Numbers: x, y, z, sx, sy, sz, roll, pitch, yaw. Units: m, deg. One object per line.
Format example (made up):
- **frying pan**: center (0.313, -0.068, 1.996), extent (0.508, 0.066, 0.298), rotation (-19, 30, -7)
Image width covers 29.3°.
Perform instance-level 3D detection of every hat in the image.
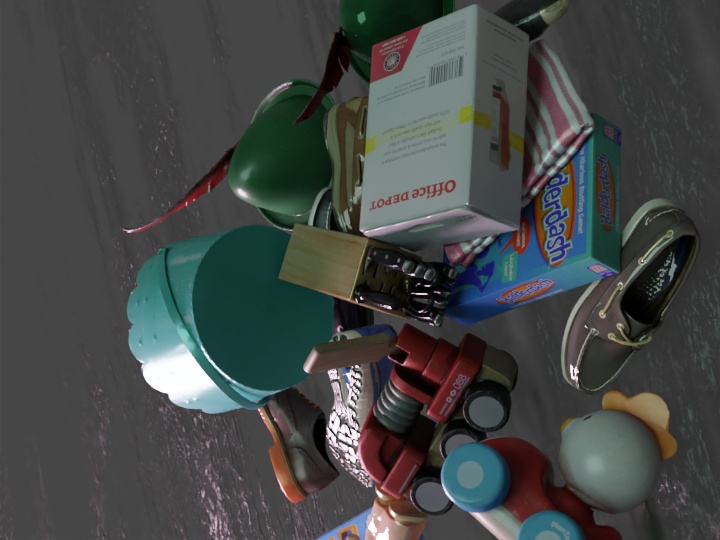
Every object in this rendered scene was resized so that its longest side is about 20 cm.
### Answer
- **hat**: center (-0.135, -0.122, 1.554), extent (0.165, 0.175, 0.202), rotation (20, 104, 41)
- **hat**: center (-0.012, -0.274, 1.442), extent (0.166, 0.175, 0.201), rotation (-52, 57, 30)

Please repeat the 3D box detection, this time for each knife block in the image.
- **knife block**: center (0.000, 0.000, 1.350), extent (0.198, 0.176, 0.065), rotation (18, 87, 13)

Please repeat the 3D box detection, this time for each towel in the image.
- **towel**: center (0.136, -0.116, 1.342), extent (0.200, 0.030, 0.147), rotation (-48, 38, 24)

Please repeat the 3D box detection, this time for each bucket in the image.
- **bucket**: center (-0.136, 0.051, 1.481), extent (0.134, 0.206, 0.209), rotation (-19, 77, 54)

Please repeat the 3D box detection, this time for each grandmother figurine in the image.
- **grandmother figurine**: center (0.017, 0.331, 1.463), extent (0.121, 0.060, 0.202), rotation (-122, 46, -60)

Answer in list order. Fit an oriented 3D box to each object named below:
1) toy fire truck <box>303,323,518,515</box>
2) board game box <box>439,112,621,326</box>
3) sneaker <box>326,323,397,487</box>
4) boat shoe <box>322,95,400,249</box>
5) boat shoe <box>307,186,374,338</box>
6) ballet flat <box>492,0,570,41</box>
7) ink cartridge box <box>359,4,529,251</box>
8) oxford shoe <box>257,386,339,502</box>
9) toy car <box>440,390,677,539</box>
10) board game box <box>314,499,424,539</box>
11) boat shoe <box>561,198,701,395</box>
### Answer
- **toy fire truck**: center (0.036, 0.132, 1.375), extent (0.199, 0.129, 0.177), rotation (29, 116, 0)
- **board game box**: center (0.162, -0.046, 1.329), extent (0.199, 0.045, 0.153), rotation (-23, 52, 45)
- **sneaker**: center (0.017, 0.147, 1.494), extent (0.078, 0.089, 0.202), rotation (34, 133, 41)
- **boat shoe**: center (0.013, -0.097, 1.496), extent (0.073, 0.075, 0.202), rotation (-21, 76, 37)
- **boat shoe**: center (-0.017, 0.008, 1.526), extent (0.060, 0.074, 0.202), rotation (6, 98, 43)
- **ballet flat**: center (0.140, -0.226, 1.396), extent (0.057, 0.067, 0.199), rotation (46, 133, -15)
- **ink cartridge box**: center (0.080, -0.130, 1.317), extent (0.144, 0.083, 0.202), rotation (-12, 67, 45)
- **oxford shoe**: center (-0.077, 0.165, 1.604), extent (0.072, 0.071, 0.201), rotation (-24, 69, 11)
- **toy car**: center (0.201, 0.184, 1.282), extent (0.177, 0.184, 0.200), rotation (40, 86, 25)
- **board game box**: center (0.004, 0.357, 1.535), extent (0.200, 0.036, 0.152), rotation (-36, 66, 38)
- **boat shoe**: center (0.248, 0.033, 1.265), extent (0.201, 0.071, 0.060), rotation (-64, 24, 18)
